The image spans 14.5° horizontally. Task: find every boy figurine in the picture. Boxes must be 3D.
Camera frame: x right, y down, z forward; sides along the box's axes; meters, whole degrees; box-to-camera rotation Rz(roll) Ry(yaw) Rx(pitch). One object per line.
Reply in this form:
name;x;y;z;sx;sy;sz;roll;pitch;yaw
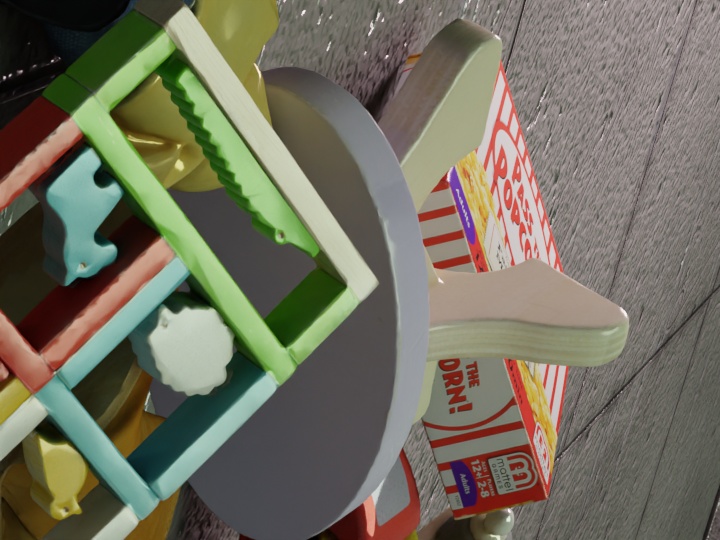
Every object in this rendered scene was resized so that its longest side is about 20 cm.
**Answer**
boy figurine;-0.066;-0.082;0.927;0.200;0.064;0.125;61;51;-72

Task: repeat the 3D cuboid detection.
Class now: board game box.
board game box;0.050;-0.002;1.271;0.200;0.046;0.152;-72;146;-66

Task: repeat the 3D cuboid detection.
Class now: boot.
boot;-0.094;0.053;0.962;0.202;0.071;0.144;-59;160;15

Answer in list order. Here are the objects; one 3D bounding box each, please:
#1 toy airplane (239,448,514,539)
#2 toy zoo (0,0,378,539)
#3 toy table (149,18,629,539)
toy airplane;-0.014;0.163;1.273;0.201;0.141;0.199;-56;156;0
toy zoo;-0.096;0.029;0.843;0.200;0.020;0.131;-44;130;-11
toy table;0.000;0.000;1.086;0.117;0.184;0.201;-30;153;-43
